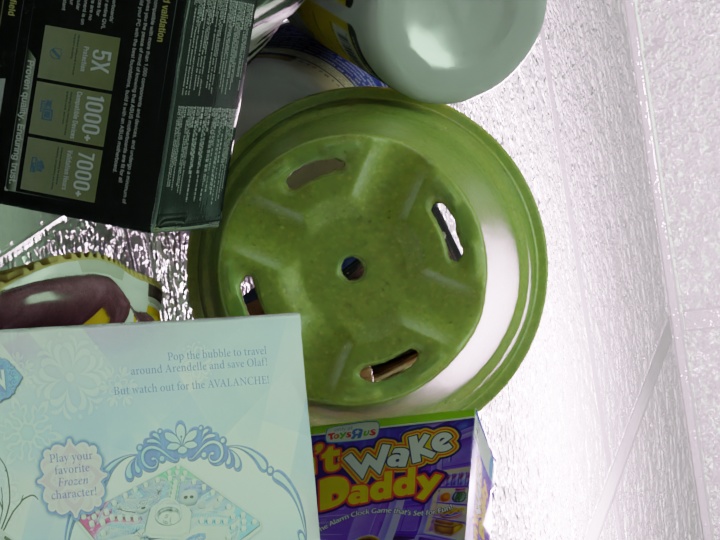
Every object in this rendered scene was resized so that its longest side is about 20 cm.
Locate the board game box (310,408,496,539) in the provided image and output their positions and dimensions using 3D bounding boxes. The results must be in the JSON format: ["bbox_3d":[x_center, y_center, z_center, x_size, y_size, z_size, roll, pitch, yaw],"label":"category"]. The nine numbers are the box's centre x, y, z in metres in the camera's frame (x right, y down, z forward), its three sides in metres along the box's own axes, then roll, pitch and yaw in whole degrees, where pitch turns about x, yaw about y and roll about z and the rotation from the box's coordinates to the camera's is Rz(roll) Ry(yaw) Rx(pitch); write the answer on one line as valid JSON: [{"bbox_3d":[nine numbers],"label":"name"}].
[{"bbox_3d":[-0.038,0.143,1.158,0.045,0.199,0.135,67,22,-44],"label":"board game box"}]

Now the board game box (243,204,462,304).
[{"bbox_3d":[0.013,0.039,1.531,0.035,0.135,0.200,47,-8,35],"label":"board game box"}]

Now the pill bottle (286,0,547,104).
[{"bbox_3d":[0.012,-0.172,1.336,0.200,0.112,0.113,39,-32,57],"label":"pill bottle"}]

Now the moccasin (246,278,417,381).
[{"bbox_3d":[-0.016,0.047,1.391,0.201,0.078,0.074,-12,96,-40],"label":"moccasin"}]

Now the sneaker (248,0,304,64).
[{"bbox_3d":[-0.100,-0.112,1.244,0.200,0.076,0.115,-33,164,-36],"label":"sneaker"}]

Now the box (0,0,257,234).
[{"bbox_3d":[-0.126,-0.127,0.928,0.086,0.163,0.201,-10,110,-75],"label":"box"}]

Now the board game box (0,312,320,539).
[{"bbox_3d":[-0.107,0.123,0.997,0.199,0.043,0.200,-2,85,-35],"label":"board game box"}]

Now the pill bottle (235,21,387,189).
[{"bbox_3d":[-0.033,-0.086,1.426,0.200,0.119,0.120,-52,133,-68],"label":"pill bottle"}]

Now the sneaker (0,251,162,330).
[{"bbox_3d":[-0.131,0.046,1.096,0.200,0.075,0.091,15,64,-73],"label":"sneaker"}]

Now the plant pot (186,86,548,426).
[{"bbox_3d":[0.000,0.000,1.222,0.184,0.199,0.201,-22,106,-88],"label":"plant pot"}]
